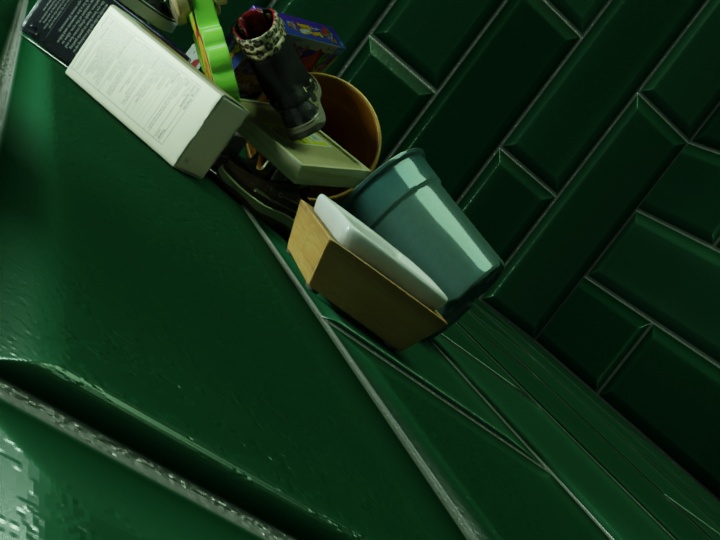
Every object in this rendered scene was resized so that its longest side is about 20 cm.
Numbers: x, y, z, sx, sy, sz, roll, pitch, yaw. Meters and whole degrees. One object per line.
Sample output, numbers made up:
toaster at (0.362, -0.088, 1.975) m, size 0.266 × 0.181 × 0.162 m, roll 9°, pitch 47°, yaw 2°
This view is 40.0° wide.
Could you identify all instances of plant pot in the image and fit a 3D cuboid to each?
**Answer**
plant pot at (0.077, -0.025, 1.345) m, size 0.196 × 0.200 × 0.200 m, roll 48°, pitch 7°, yaw 13°
plant pot at (-0.078, -0.172, 1.515) m, size 0.200 × 0.201 × 0.183 m, roll 38°, pitch -16°, yaw 3°

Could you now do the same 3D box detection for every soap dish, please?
soap dish at (0.000, 0.000, 1.083) m, size 0.157 × 0.081 × 0.200 m, roll 36°, pitch 6°, yaw -18°

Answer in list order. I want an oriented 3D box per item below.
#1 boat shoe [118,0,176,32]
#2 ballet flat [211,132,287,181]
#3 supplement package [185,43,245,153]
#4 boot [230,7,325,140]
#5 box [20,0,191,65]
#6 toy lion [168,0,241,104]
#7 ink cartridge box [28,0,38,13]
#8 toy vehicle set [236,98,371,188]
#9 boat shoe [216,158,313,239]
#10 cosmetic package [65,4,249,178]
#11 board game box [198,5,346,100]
boat shoe at (-0.298, -0.382, 1.296) m, size 0.072 × 0.068 × 0.200 m, roll 41°, pitch 6°, yaw 34°
ballet flat at (-0.149, -0.139, 1.342) m, size 0.199 × 0.071 × 0.069 m, roll 35°, pitch 4°, yaw -32°
supplement package at (-0.239, -0.267, 1.577) m, size 0.119 × 0.122 × 0.200 m, roll 36°, pitch 5°, yaw -27°
boot at (-0.111, -0.273, 1.297) m, size 0.201 × 0.073 × 0.151 m, roll -106°, pitch 170°, yaw -55°
box at (-0.339, -0.308, 1.328) m, size 0.199 × 0.105 × 0.148 m, roll 35°, pitch 5°, yaw -23°
toy lion at (-0.190, -0.277, 1.265) m, size 0.200 × 0.068 × 0.193 m, roll -142°, pitch -143°, yaw -75°
ink cartridge box at (-0.406, -0.373, 1.562) m, size 0.199 × 0.084 × 0.145 m, roll 36°, pitch 5°, yaw -15°
toy vehicle set at (-0.090, -0.171, 1.317) m, size 0.124 × 0.027 × 0.200 m, roll 1°, pitch 32°, yaw -43°
boat shoe at (-0.090, -0.087, 1.271) m, size 0.202 × 0.075 × 0.075 m, roll 38°, pitch 5°, yaw 3°
cosmetic package at (-0.239, -0.209, 1.161) m, size 0.200 × 0.105 × 0.071 m, roll 41°, pitch 7°, yaw 20°
board game box at (-0.127, -0.307, 1.443) m, size 0.045 × 0.134 × 0.199 m, roll 56°, pitch 28°, yaw 15°
